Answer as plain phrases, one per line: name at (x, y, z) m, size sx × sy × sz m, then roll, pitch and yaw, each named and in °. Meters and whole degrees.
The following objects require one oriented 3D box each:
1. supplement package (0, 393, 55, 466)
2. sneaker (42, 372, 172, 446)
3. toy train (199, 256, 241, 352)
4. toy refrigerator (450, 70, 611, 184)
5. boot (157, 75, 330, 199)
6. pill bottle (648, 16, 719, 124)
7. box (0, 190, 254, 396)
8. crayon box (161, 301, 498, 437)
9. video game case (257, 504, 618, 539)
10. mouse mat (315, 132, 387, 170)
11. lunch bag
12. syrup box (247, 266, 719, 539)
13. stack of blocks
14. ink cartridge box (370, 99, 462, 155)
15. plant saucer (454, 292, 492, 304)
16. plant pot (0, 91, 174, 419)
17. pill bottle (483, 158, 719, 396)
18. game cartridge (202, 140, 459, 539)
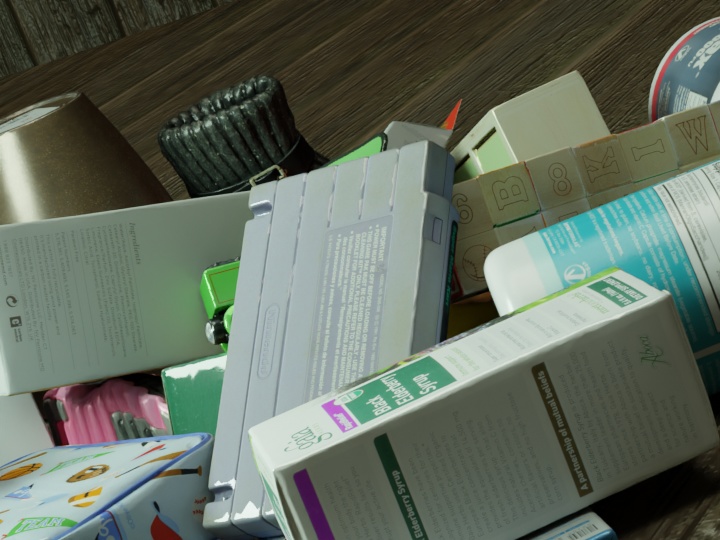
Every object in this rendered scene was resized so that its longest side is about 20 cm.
supplement package at (-0.321, 0.105, 1.498) m, size 0.191 × 0.148 × 0.200 m, roll -27°, pitch 14°, yaw -19°
sneaker at (-0.119, 0.091, 1.419) m, size 0.095 × 0.079 × 0.200 m, roll -16°, pitch 10°, yaw -28°
toy train at (0.000, 0.000, 1.360) m, size 0.199 × 0.057 × 0.042 m, roll -15°, pitch -19°, yaw -16°
toy refrigerator at (0.101, -0.057, 1.486) m, size 0.070 × 0.076 × 0.200 m, roll -25°, pitch -5°, yaw -14°
boot at (-0.031, -0.079, 1.727) m, size 0.210 × 0.158 × 0.079 m, roll -23°, pitch 13°, yaw -3°
pill bottle at (0.255, -0.088, 1.392) m, size 0.119 × 0.120 × 0.200 m, roll -23°, pitch 14°, yaw -4°
box at (-0.151, 0.015, 1.393) m, size 0.199 × 0.098 × 0.124 m, roll -9°, pitch -1°, yaw -30°
crayon box at (0.007, 0.056, 1.289) m, size 0.199 × 0.052 × 0.126 m, roll -13°, pitch -6°, yaw 31°
video game case at (0.032, 0.133, 1.109) m, size 0.143 × 0.018 × 0.200 m, roll -24°, pitch 14°, yaw -6°
mouse mat at (-0.055, 0.008, 1.485) m, size 0.200 × 0.008 × 0.162 m, roll -29°, pitch 39°, yaw 48°
lunch bag at (-0.157, 0.145, 1.248) m, size 0.160 × 0.076 × 0.200 m, roll -30°, pitch 14°, yaw -37°
syrup box at (0.055, 0.077, 1.073) m, size 0.199 × 0.082 × 0.079 m, roll -23°, pitch 12°, yaw -7°
stack of blocks at (0.121, -0.036, 1.300) m, size 0.199 × 0.059 × 0.115 m, roll -18°, pitch -3°, yaw -16°
ink cartridge box at (-0.002, -0.039, 1.586) m, size 0.160 × 0.047 × 0.200 m, roll -54°, pitch 5°, yaw 24°
plant saucer at (0.130, 0.008, 1.395) m, size 0.199 × 0.038 × 0.200 m, roll -21°, pitch 13°, yaw 5°
plant pot at (-0.209, -0.022, 1.702) m, size 0.186 × 0.201 × 0.187 m, roll -21°, pitch 13°, yaw 5°
pill bottle at (0.171, 0.007, 1.175) m, size 0.199 × 0.111 × 0.111 m, roll -21°, pitch 13°, yaw 2°
game cartridge at (-0.013, 0.037, 1.198) m, size 0.129 × 0.038 × 0.201 m, roll -10°, pitch 60°, yaw 32°
